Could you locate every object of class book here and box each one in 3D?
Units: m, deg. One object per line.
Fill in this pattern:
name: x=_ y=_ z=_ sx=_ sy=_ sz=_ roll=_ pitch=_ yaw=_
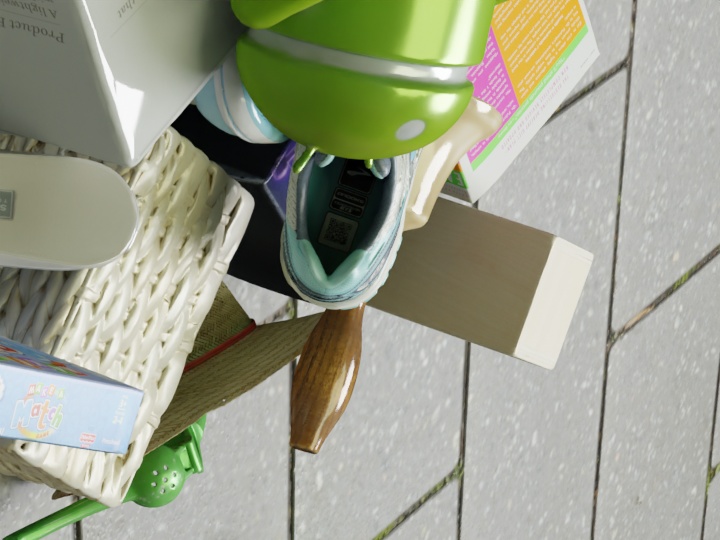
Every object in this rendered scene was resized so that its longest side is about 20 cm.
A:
book: x=0.068 y=-0.149 z=1.572 sx=0.134 sy=0.048 sz=0.200 roll=-55 pitch=147 yaw=-25

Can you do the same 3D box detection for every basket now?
basket: x=-0.158 y=0.010 z=1.407 sx=0.200 sy=0.123 sz=0.136 roll=-66 pitch=152 yaw=-9

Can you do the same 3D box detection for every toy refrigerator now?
toy refrigerator: x=0.032 y=-0.008 z=1.649 sx=0.070 sy=0.200 sz=0.076 roll=22 pitch=87 yaw=-62

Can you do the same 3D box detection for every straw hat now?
straw hat: x=-0.110 y=0.038 z=1.533 sx=0.201 sy=0.201 sz=0.085 roll=-38 pitch=98 yaw=-45

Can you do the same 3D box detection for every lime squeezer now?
lime squeezer: x=-0.118 y=0.112 z=1.580 sx=0.038 sy=0.071 sz=0.200 roll=57 pitch=38 yaw=-5

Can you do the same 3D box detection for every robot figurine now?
robot figurine: x=0.007 y=-0.142 z=1.268 sx=0.175 sy=0.116 sz=0.200 roll=-8 pitch=113 yaw=-60

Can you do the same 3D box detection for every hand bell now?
hand bell: x=0.000 y=0.000 z=1.453 sx=0.104 sy=0.104 sz=0.200 roll=34 pitch=69 yaw=-61

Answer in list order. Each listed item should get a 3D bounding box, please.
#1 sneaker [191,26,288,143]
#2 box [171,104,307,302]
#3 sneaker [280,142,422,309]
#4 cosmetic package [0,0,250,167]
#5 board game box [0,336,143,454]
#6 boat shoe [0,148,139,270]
sneaker: x=-0.099 y=-0.105 z=1.405 sx=0.200 sy=0.130 sz=0.080 roll=-78 pitch=159 yaw=-73
box: x=-0.029 y=-0.104 z=1.585 sx=0.200 sy=0.104 sz=0.148 roll=-61 pitch=151 yaw=-18
sneaker: x=0.006 y=-0.077 z=1.376 sx=0.086 sy=0.078 sz=0.200 roll=-44 pitch=143 yaw=-87
cosmetic package: x=-0.146 y=-0.187 z=1.263 sx=0.165 sy=0.165 sz=0.200 roll=-52 pitch=148 yaw=-32
board game box: x=-0.219 y=0.032 z=1.232 sx=0.151 sy=0.200 sz=0.037 roll=17 pitch=92 yaw=-62
boat shoe: x=-0.205 y=-0.036 z=1.284 sx=0.069 sy=0.200 sz=0.072 roll=150 pitch=-58 yaw=-72
